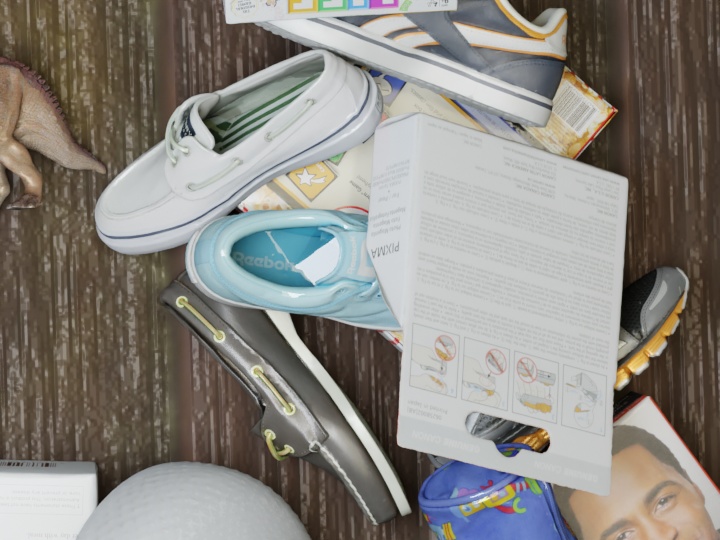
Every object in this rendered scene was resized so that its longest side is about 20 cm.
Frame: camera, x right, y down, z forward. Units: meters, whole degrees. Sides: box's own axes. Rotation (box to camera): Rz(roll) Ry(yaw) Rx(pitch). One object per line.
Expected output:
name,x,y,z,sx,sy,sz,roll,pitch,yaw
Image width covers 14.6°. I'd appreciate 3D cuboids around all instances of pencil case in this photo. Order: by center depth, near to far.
pencil case,0.112,0.198,1.678,0.087,0.078,0.200,-22,104,27

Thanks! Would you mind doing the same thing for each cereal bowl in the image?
cereal bowl,-0.085,0.213,1.646,0.083,0.200,0.201,3,95,39

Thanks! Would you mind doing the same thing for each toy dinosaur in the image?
toy dinosaur,-0.247,-0.103,1.691,0.199,0.086,0.136,4,83,-11

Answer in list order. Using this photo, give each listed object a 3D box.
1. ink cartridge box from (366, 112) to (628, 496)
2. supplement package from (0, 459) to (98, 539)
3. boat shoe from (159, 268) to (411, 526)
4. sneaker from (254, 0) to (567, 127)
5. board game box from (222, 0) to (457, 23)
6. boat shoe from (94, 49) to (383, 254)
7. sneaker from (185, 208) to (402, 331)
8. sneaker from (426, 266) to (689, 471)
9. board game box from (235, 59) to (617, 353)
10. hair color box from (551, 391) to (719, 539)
ink cartridge box,0.078,0.022,1.644,0.162,0.057,0.201,15,74,-32
supplement package,-0.216,0.215,1.674,0.117,0.117,0.201,2,89,-6
boat shoe,-0.045,0.078,1.714,0.061,0.072,0.201,-35,85,-7
sneaker,0.029,-0.152,1.670,0.199,0.078,0.080,18,92,-13
board game box,-0.022,-0.219,1.662,0.134,0.200,0.034,-3,129,-5
boat shoe,-0.085,-0.080,1.679,0.200,0.067,0.074,-29,50,16
sneaker,0.000,0.000,1.659,0.199,0.082,0.074,-1,90,-13
sneaker,0.117,0.057,1.727,0.200,0.078,0.077,-38,89,-3
board game box,0.036,-0.071,1.732,0.151,0.046,0.200,41,87,-4
hair color box,0.194,0.185,1.740,0.101,0.061,0.200,-38,93,-3
